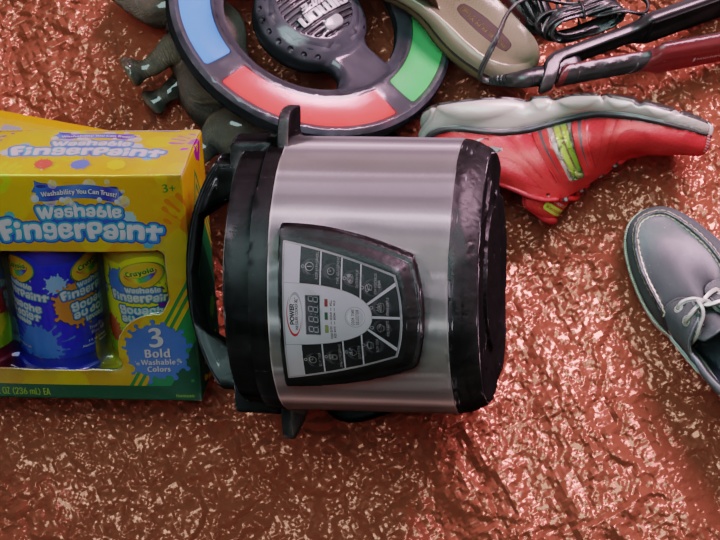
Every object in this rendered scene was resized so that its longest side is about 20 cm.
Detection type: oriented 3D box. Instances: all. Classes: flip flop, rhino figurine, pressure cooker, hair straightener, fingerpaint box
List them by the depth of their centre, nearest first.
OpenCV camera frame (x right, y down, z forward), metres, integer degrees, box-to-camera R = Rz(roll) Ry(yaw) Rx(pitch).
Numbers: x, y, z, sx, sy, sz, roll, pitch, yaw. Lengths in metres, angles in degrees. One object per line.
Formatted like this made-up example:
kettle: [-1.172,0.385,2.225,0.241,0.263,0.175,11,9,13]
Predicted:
pressure cooker: [-0.012,0.004,1.634,0.198,0.179,0.177,2,58,9]
fingerpaint box: [-0.199,-0.004,1.706,0.198,0.168,0.073,1,28,7]
hair straightener: [0.171,-0.163,1.757,0.198,0.041,0.077,-14,70,-8]
flip flop: [0.046,-0.205,1.765,0.200,0.058,0.081,42,50,3]
rhino figurine: [-0.115,-0.143,1.796,0.087,0.060,0.201,-27,64,4]

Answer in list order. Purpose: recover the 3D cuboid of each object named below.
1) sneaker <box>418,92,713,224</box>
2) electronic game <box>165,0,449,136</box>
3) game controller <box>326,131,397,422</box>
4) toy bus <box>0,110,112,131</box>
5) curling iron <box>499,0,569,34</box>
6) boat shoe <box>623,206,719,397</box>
sneaker: [0.137,-0.074,1.744,0.198,0.077,0.086,-2,91,12]
electronic game: [-0.034,-0.170,1.767,0.198,0.042,0.201,9,55,-13]
game controller: [0.000,0.000,1.744,0.104,0.042,0.201,-17,70,2]
toy bus: [-0.240,-0.064,1.784,0.198,0.065,0.079,11,74,11]
curling iron: [0.076,-0.238,1.815,0.200,0.025,0.050,47,121,22]
boat shoe: [0.236,0.035,1.690,0.072,0.062,0.201,-30,71,-2]
